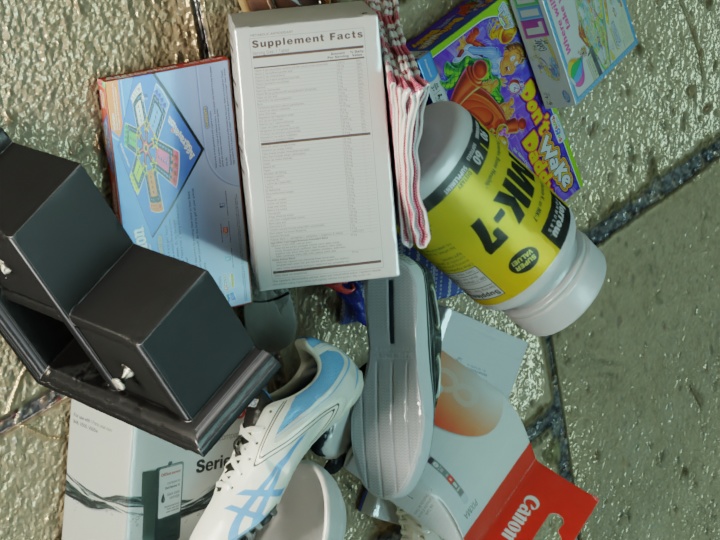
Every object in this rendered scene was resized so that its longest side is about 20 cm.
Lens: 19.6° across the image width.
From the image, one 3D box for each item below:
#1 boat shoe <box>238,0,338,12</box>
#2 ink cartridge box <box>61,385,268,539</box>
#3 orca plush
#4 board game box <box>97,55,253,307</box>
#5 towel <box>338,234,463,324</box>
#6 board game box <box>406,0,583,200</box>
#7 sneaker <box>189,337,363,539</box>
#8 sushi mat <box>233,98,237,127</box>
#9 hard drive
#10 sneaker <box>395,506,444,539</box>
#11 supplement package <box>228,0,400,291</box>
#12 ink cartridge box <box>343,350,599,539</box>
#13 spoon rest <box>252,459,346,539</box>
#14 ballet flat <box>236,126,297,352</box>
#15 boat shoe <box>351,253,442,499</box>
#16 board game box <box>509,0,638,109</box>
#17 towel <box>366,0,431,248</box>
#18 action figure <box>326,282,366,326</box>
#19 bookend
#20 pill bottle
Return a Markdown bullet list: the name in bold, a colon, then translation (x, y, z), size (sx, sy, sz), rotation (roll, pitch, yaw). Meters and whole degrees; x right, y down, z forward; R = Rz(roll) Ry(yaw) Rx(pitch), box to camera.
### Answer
- **boat shoe**: translation (-0.039, -0.192, 1.667), size (0.070, 0.070, 0.200), rotation (-45, 130, -25)
- **ink cartridge box**: translation (-0.157, 0.182, 1.659), size (0.146, 0.083, 0.201), rotation (-8, 108, -45)
- **orca plush**: translation (-0.021, 0.103, 1.787), size (0.200, 0.071, 0.105), rotation (-42, 153, -57)
- **board game box**: translation (-0.142, -0.059, 1.612), size (0.103, 0.019, 0.201), rotation (-13, 111, -24)
- **towel**: translation (0.057, -0.039, 1.858), size (0.200, 0.024, 0.145), rotation (-15, 115, -41)
- **board game box**: translation (0.111, -0.128, 1.834), size (0.134, 0.045, 0.200), rotation (-39, 119, -33)
- **sneaker**: translation (-0.077, 0.140, 1.629), size (0.072, 0.072, 0.200), rotation (39, 76, -13)
- **sushi mat**: translation (-0.130, -0.041, 1.664), size (0.096, 0.012, 0.201), rotation (-4, 106, -46)
- **hard drive**: translation (0.079, 0.143, 1.935), size (0.132, 0.025, 0.201), rotation (23, 86, -47)
- **sneaker**: translation (0.066, 0.225, 1.876), size (0.200, 0.078, 0.100), rotation (41, 77, -44)
- **supplement package**: translation (-0.036, -0.098, 1.592), size (0.113, 0.110, 0.201), rotation (-5, 103, -5)
- **ink cartridge box**: translation (0.105, 0.171, 1.794), size (0.162, 0.200, 0.050), rotation (-47, 166, -52)
- **spoon rest**: translation (-0.063, 0.198, 1.698), size (0.060, 0.200, 0.100), rotation (6, 90, -19)
- **ballet flat**: translation (-0.077, -0.033, 1.684), size (0.067, 0.046, 0.201), rotation (-5, 105, -5)
- **boat shoe**: translation (0.041, 0.087, 1.714), size (0.071, 0.072, 0.201), rotation (0, 96, -59)
- **board game box**: translation (0.177, -0.263, 1.845), size (0.134, 0.034, 0.200), rotation (-44, 121, -46)
- **towel**: translation (0.030, -0.128, 1.624), size (0.030, 0.200, 0.147), rotation (-6, 124, -3)
- **action figure**: translation (0.000, 0.000, 1.741), size (0.200, 0.099, 0.065), rotation (39, 73, -31)
- **bookend**: translation (-0.189, 0.012, 1.484), size (0.092, 0.200, 0.199), rotation (-49, 134, -23)
- **pill bottle**: translation (0.107, -0.040, 1.745), size (0.200, 0.114, 0.114), rotation (40, 73, -26)
